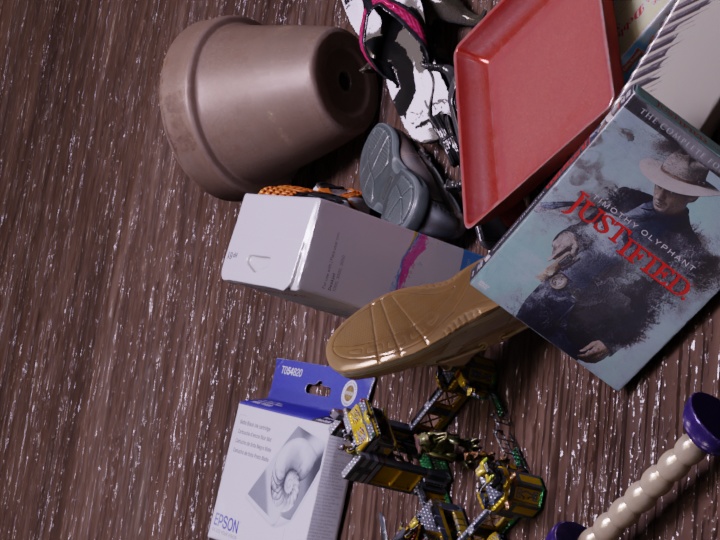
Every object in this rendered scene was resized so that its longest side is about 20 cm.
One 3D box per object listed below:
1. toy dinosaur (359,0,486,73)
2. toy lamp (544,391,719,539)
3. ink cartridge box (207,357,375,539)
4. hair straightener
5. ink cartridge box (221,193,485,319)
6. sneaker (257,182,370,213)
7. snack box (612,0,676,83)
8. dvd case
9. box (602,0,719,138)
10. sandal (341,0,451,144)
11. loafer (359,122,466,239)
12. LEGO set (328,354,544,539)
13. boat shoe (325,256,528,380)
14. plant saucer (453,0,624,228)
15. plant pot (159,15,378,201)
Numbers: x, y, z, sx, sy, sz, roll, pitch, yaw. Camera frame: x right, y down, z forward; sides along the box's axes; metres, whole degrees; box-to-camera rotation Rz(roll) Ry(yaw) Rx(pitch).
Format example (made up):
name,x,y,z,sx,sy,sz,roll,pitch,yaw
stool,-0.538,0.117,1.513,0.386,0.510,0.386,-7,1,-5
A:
name,x,y,z,sx,sy,sz,roll,pitch,yaw
toy dinosaur,0.045,-0.250,1.522,0.200,0.077,0.103,-15,76,60
toy lamp,0.190,0.169,1.095,0.200,0.058,0.058,-53,36,29
ink cartridge box,-0.073,0.187,1.525,0.199,0.041,0.200,2,77,58
hair straightener,0.087,-0.101,1.371,0.077,0.041,0.200,-47,57,42
ink cartridge box,0.000,0.000,1.346,0.144,0.200,0.085,7,81,59
sneaker,-0.044,-0.033,1.484,0.076,0.200,0.092,14,99,23
snack box,0.253,-0.255,1.225,0.200,0.037,0.116,-51,35,32
dvd case,0.192,-0.019,1.112,0.200,0.146,0.022,-50,6,31
box,0.231,-0.123,1.133,0.068,0.082,0.200,34,108,14
sandal,0.035,-0.215,1.466,0.075,0.045,0.200,-31,73,24
loafer,0.047,-0.077,1.451,0.072,0.063,0.200,-64,21,20
LEGO set,0.051,0.153,1.266,0.154,0.116,0.200,-47,39,36
boat shoe,0.072,0.048,1.254,0.200,0.069,0.074,-22,45,7
plant saucer,0.150,-0.158,1.273,0.200,0.037,0.200,-42,40,46
plant pot,-0.083,-0.182,1.608,0.174,0.200,0.201,-9,66,38
